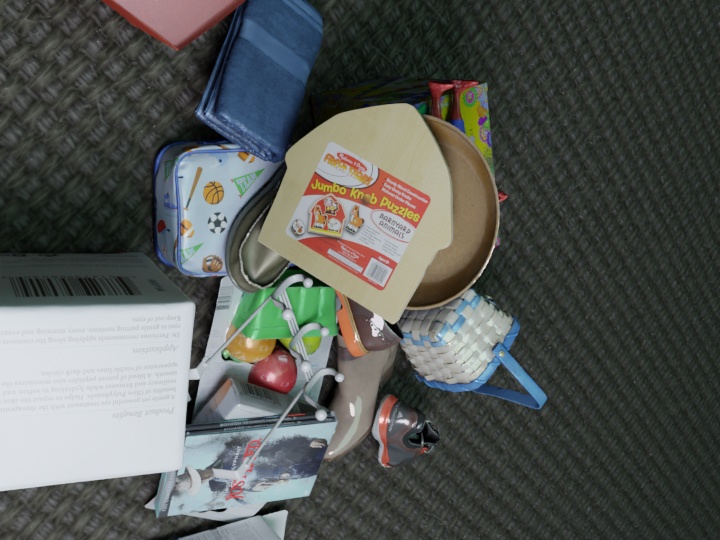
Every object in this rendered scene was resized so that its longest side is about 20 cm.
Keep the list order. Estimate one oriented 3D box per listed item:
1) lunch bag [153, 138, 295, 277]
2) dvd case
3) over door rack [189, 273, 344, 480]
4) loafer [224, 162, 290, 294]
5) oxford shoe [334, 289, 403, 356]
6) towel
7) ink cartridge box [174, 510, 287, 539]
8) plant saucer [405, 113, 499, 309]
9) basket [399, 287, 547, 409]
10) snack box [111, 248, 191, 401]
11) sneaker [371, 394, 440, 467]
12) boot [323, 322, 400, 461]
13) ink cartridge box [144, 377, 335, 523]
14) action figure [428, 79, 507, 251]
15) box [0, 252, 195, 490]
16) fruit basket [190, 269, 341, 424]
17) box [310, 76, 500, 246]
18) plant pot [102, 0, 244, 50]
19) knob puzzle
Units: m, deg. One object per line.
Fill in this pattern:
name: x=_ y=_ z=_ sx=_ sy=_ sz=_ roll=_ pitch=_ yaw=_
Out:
lunch bag: x=-0.137 y=-0.079 z=0.978 sx=0.199 sy=0.075 sz=0.161 roll=-8 pitch=105 yaw=-36
dvd case: x=-0.137 y=0.231 z=1.013 sx=0.199 sy=0.022 sz=0.147 roll=1 pitch=129 yaw=-27
over door rack: x=-0.097 y=0.116 z=0.928 sx=0.200 sy=0.066 sz=0.149 roll=-41 pitch=125 yaw=-41
loafer: x=-0.078 y=-0.063 z=0.935 sx=0.075 sy=0.069 sz=0.201 roll=38 pitch=76 yaw=-34
oxford shoe: x=0.000 y=0.000 z=1.017 sx=0.071 sy=0.072 sz=0.201 roll=-41 pitch=116 yaw=-68
towel: x=-0.106 y=-0.226 z=0.943 sx=0.111 sy=0.048 sz=0.201 roll=32 pitch=60 yaw=-37
ink cartridge box: x=-0.168 y=0.391 z=1.080 sx=0.199 sy=0.068 sz=0.117 roll=-6 pitch=115 yaw=-37
plant saucer: x=0.058 y=-0.061 z=0.885 sx=0.035 sy=0.199 sz=0.202 roll=-10 pitch=110 yaw=-58
basket: x=0.155 y=0.115 z=1.196 sx=0.139 sy=0.176 sz=0.200 roll=-47 pitch=115 yaw=-22
snack box: x=-0.259 y=0.080 z=0.957 sx=0.072 sy=0.024 sz=0.201 roll=-30 pitch=119 yaw=-26
sneaker: x=0.071 y=0.239 z=1.184 sx=0.200 sy=0.081 sz=0.077 roll=65 pitch=42 yaw=-62
boot: x=-0.009 y=0.133 z=1.121 sx=0.200 sy=0.070 sz=0.147 roll=-55 pitch=148 yaw=-37
ink cartridge box: x=-0.151 y=0.230 z=1.055 sx=0.162 sy=0.050 sz=0.200 roll=25 pitch=118 yaw=-40
action figure: x=0.117 y=-0.097 z=0.908 sx=0.065 sy=0.099 sz=0.201 roll=-15 pitch=114 yaw=-40
box: x=-0.284 y=0.084 z=0.808 sx=0.198 sy=0.200 sz=0.173 roll=0 pitch=104 yaw=-28
fruit basket: x=-0.114 y=0.095 z=1.052 sx=0.184 sy=0.094 sz=0.201 roll=-1 pitch=118 yaw=-38
box: x=0.055 y=-0.123 z=1.037 sx=0.122 sy=0.192 sz=0.201 roll=-23 pitch=115 yaw=-32
plant pot: x=-0.194 y=-0.328 z=0.796 sx=0.200 sy=0.200 sz=0.177 roll=34 pitch=92 yaw=-39
knob puzzle: x=0.010 y=-0.077 z=0.872 sx=0.030 sy=0.218 sz=0.221 roll=-7 pitch=110 yaw=-71
